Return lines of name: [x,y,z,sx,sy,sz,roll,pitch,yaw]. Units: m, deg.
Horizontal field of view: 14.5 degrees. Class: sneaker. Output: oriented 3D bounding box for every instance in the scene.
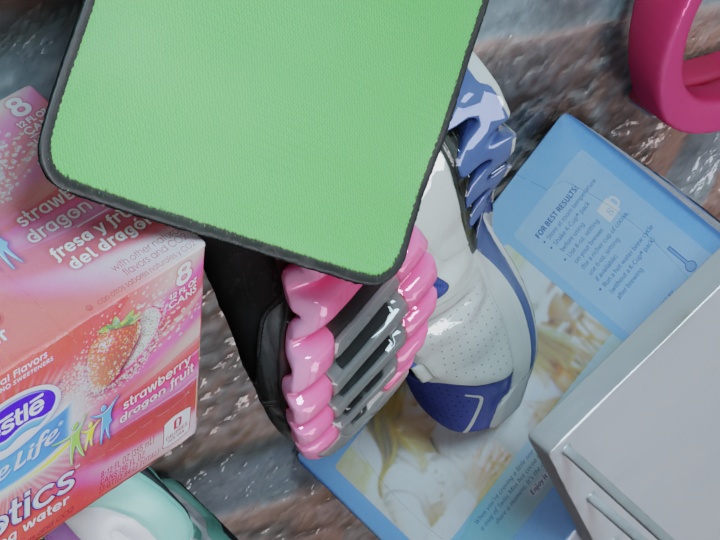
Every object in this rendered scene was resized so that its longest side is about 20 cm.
sneaker: [0.000,0.000,1.112,0.115,0.081,0.200,-35,144,-19]
sneaker: [-0.035,-0.020,0.992,0.079,0.095,0.201,-43,141,-29]
sneaker: [-0.112,0.147,1.136,0.140,0.078,0.200,-46,145,-3]

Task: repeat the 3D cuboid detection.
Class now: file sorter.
file sorter: [0.179,0.097,1.158,0.139,0.124,0.200,-44,147,-9]

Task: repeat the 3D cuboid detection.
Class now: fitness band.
fitness band: [0.186,-0.132,1.259,0.199,0.037,0.144,-21,142,-46]

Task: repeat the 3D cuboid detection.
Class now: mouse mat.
mouse mat: [-0.014,-0.104,0.893,0.160,0.008,0.201,18,91,-43]

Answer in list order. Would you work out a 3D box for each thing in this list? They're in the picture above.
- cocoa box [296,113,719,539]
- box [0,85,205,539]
cocoa box: [0.097,0.057,1.261,0.200,0.133,0.131,-52,152,6]
box: [-0.153,0.043,0.897,0.200,0.095,0.103,-34,150,-29]
